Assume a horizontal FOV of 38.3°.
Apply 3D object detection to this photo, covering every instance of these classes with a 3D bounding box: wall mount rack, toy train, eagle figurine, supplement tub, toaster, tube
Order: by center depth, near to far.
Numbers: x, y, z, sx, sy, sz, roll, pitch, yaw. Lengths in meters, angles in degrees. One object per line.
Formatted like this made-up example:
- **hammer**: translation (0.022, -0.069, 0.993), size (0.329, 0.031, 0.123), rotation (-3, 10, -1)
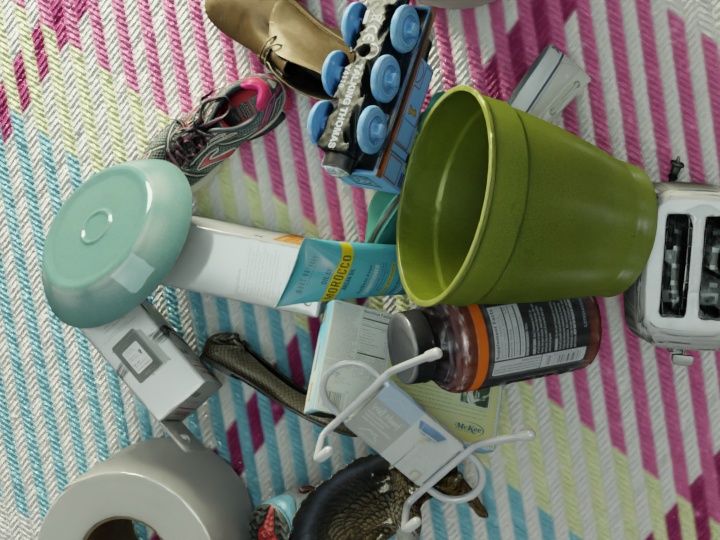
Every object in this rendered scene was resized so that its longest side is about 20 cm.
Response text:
- **wall mount rack**: translation (0.058, 0.151, 0.971), size (0.200, 0.075, 0.174), rotation (41, 111, -11)
- **toaster**: translation (0.320, -0.011, 1.013), size (0.114, 0.129, 0.200), rotation (5, 97, 9)
- **supplement tub**: translation (0.130, 0.062, 1.028), size (0.200, 0.107, 0.107), rotation (-8, 96, -20)
- **toy train**: translation (0.018, -0.177, 1.031), size (0.087, 0.114, 0.200), rotation (12, 80, 32)
- **tube**: translation (0.000, 0.000, 1.038), size (0.050, 0.200, 0.078), rotation (36, 115, 37)
- **eagle figurine**: translation (0.022, 0.259, 1.088), size (0.200, 0.151, 0.152), rotation (-25, 102, 5)

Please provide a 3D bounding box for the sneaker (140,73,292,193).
- **sneaker**: translation (-0.169, -0.149, 1.120), size (0.200, 0.075, 0.081), rotation (-37, 89, 13)

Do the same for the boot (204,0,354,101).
- **boot**: translation (-0.085, -0.240, 1.086), size (0.200, 0.075, 0.074), rotation (28, 131, 9)

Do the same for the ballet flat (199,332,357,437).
- **ballet flat**: translation (-0.085, 0.123, 1.143), size (0.200, 0.067, 0.046), rotation (28, 84, 11)

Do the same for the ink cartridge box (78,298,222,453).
- **ink cartridge box**: translation (-0.219, 0.100, 1.123), size (0.067, 0.116, 0.200), rotation (-42, 83, -4)

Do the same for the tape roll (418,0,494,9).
- **tape roll**: translation (0.091, -0.366, 1.013), size (0.202, 0.139, 0.203), rotation (1, 97, 10)

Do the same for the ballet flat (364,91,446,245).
- **ballet flat**: translation (0.052, -0.103, 1.095), size (0.070, 0.067, 0.200), rotation (41, 103, 29)

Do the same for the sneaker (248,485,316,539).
- **sneaker**: translation (-0.067, 0.324, 1.149), size (0.079, 0.095, 0.200), rotation (30, 128, 32)

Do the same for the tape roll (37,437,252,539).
- **tape roll**: translation (-0.231, 0.298, 1.140), size (0.202, 0.139, 0.203), rotation (1, 96, 11)

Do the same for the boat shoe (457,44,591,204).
- **boat shoe**: translation (0.170, -0.124, 1.066), size (0.086, 0.075, 0.202), rotation (33, 94, -4)

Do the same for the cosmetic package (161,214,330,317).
- **cosmetic package**: translation (-0.125, -0.009, 1.113), size (0.200, 0.101, 0.071), rotation (11, 98, 9)

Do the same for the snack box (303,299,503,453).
- **snack box**: translation (0.050, 0.110, 1.064), size (0.200, 0.037, 0.116), rotation (16, 72, -16)

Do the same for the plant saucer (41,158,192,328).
- **plant saucer**: translation (-0.263, -0.038, 1.070), size (0.200, 0.036, 0.200), rotation (-17, 54, 25)

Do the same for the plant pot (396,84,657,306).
- **plant pot**: translation (0.159, -0.051, 0.959), size (0.193, 0.200, 0.201), rotation (10, 99, -19)
